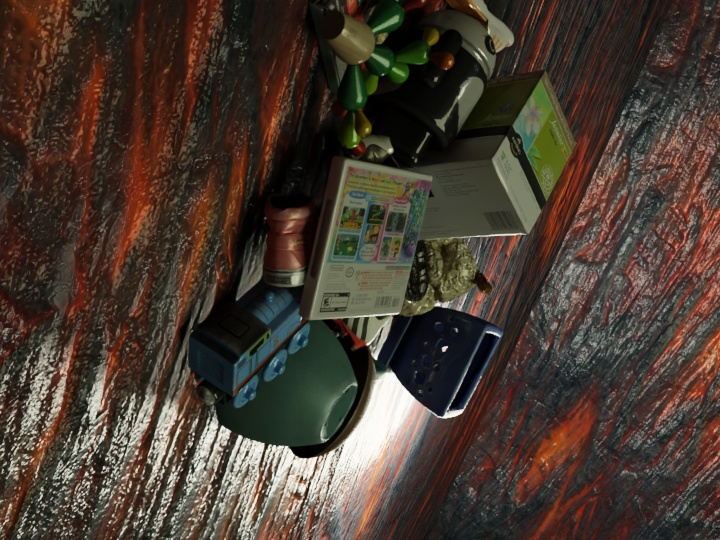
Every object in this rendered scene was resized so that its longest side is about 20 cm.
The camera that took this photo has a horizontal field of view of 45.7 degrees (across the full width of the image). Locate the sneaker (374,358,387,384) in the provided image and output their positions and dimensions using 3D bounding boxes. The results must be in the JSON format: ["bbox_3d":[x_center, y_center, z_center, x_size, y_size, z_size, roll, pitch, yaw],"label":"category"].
[{"bbox_3d":[-0.034,0.216,1.458,0.199,0.079,0.132,-5,120,-57],"label":"sneaker"}]

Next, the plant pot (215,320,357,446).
[{"bbox_3d":[-0.084,0.160,1.166,0.201,0.134,0.201,-50,158,-29],"label":"plant pot"}]

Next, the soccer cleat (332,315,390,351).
[{"bbox_3d":[-0.021,0.031,1.183,0.085,0.069,0.201,-40,133,-7],"label":"soccer cleat"}]

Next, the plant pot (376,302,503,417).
[{"bbox_3d":[0.152,0.161,1.701,0.202,0.178,0.200,-63,161,3],"label":"plant pot"}]

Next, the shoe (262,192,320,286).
[{"bbox_3d":[-0.066,-0.050,1.022,0.200,0.070,0.092,-47,141,-70],"label":"shoe"}]

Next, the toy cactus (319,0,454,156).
[{"bbox_3d":[0.015,-0.227,0.923,0.201,0.102,0.164,-56,152,11],"label":"toy cactus"}]

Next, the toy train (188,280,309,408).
[{"bbox_3d":[-0.122,0.075,1.016,0.200,0.086,0.115,-44,158,-41],"label":"toy train"}]

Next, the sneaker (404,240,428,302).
[{"bbox_3d":[0.054,-0.054,1.346,0.075,0.087,0.203,-5,100,-45],"label":"sneaker"}]

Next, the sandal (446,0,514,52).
[{"bbox_3d":[0.147,-0.339,1.182,0.206,0.079,0.060,12,107,-61],"label":"sandal"}]

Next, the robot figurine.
[{"bbox_3d":[0.093,-0.234,1.095,0.124,0.150,0.201,37,80,-33],"label":"robot figurine"}]

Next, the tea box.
[{"bbox_3d":[0.163,-0.158,1.192,0.134,0.198,0.198,56,52,-31],"label":"tea box"}]

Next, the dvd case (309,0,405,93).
[{"bbox_3d":[0.016,-0.314,0.954,0.201,0.022,0.146,-55,160,-16],"label":"dvd case"}]

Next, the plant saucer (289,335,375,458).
[{"bbox_3d":[-0.039,0.190,1.275,0.034,0.200,0.202,32,85,-26],"label":"plant saucer"}]

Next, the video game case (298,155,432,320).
[{"bbox_3d":[0.011,-0.035,1.020,0.199,0.023,0.185,0,105,-56],"label":"video game case"}]

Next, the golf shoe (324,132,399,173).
[{"bbox_3d":[0.008,-0.099,1.088,0.201,0.093,0.079,84,-5,-62],"label":"golf shoe"}]

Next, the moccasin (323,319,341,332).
[{"bbox_3d":[0.000,0.000,1.262,0.080,0.068,0.202,-25,140,-59],"label":"moccasin"}]

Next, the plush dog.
[{"bbox_3d":[0.127,0.020,1.540,0.171,0.161,0.200,-33,156,0],"label":"plush dog"}]
